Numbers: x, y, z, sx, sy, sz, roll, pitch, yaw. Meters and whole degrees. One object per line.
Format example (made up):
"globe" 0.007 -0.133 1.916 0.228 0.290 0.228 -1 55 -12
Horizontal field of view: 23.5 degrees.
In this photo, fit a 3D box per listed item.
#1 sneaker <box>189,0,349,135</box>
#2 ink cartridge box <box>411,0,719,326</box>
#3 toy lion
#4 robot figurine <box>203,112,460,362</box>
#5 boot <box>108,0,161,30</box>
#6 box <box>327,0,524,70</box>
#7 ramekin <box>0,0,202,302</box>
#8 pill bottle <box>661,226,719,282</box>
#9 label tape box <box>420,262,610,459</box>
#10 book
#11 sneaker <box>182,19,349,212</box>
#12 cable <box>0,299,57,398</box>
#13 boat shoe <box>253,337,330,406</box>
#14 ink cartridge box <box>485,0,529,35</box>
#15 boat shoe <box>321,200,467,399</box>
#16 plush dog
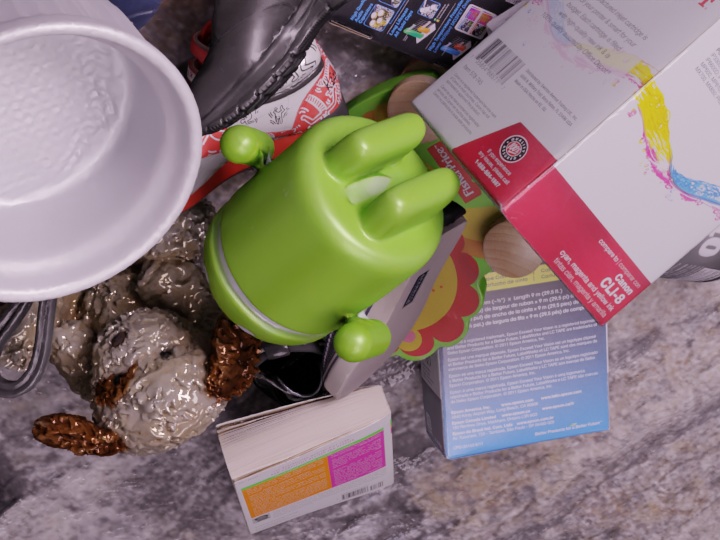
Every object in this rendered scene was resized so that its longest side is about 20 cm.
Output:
"sneaker" -0.063 -0.173 1.123 0.091 0.076 0.200 40 96 -2
"ink cartridge box" 0.170 -0.101 1.132 0.200 0.145 0.145 -41 130 6
"toy lion" 0.031 -0.034 1.294 0.191 0.069 0.200 -28 108 22
"robot figurine" -0.025 -0.025 1.143 0.116 0.176 0.200 -28 174 -46
"boot" -0.189 -0.164 1.136 0.090 0.073 0.200 23 116 -24
"box" 0.072 -0.238 1.183 0.198 0.050 0.200 17 120 -29
"ramekin" -0.208 -0.088 1.082 0.200 0.098 0.201 -15 132 -17
"pill bottle" 0.241 -0.050 1.311 0.200 0.114 0.114 6 127 -48
"label tape box" 0.122 0.040 1.395 0.143 0.066 0.200 -9 107 -12
"book" -0.038 0.156 1.398 0.133 0.048 0.200 -18 158 -6
"sneaker" -0.115 -0.112 1.209 0.201 0.067 0.108 -24 128 -2
"cable" -0.215 -0.011 1.205 0.097 0.050 0.200 4 98 1
"boat shoe" -0.055 0.076 1.342 0.072 0.068 0.200 -26 154 -2
"ink cartridge box" 0.191 -0.145 1.258 0.161 0.050 0.200 -32 139 -2
"boat shoe" 0.000 0.000 1.261 0.075 0.093 0.200 -29 155 -48
"plush dog" -0.156 0.064 1.258 0.200 0.172 0.161 -31 130 5
